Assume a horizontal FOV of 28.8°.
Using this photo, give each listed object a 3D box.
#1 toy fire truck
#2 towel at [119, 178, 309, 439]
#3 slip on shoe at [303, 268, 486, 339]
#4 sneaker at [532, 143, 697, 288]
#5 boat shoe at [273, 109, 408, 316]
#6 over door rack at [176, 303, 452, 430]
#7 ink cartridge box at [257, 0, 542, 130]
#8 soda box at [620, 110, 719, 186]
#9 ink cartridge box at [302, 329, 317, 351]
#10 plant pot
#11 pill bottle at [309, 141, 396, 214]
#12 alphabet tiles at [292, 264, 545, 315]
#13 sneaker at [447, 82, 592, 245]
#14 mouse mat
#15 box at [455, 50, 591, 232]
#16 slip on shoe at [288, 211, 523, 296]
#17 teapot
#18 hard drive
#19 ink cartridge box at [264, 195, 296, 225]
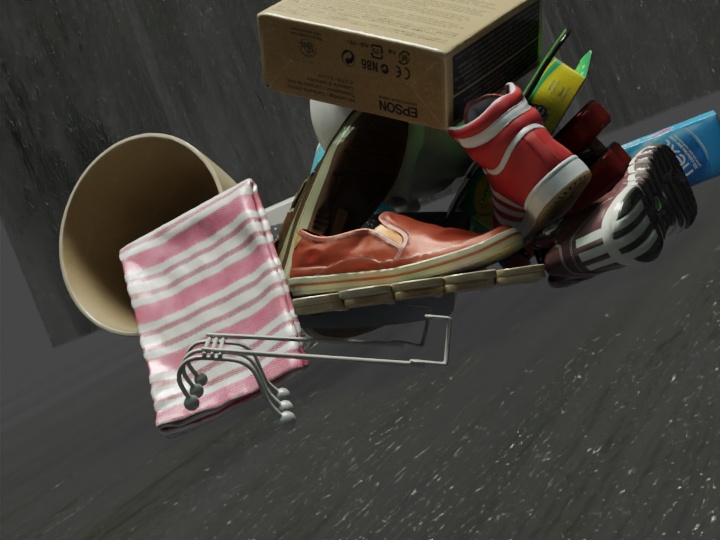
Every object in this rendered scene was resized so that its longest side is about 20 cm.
[{"bbox_3d":[0.199,-0.063,1.327,0.168,0.112,0.200,-46,-1,11],"label":"toy fire truck"},{"bbox_3d":[-0.131,0.029,1.203,0.145,0.202,0.030,-27,-31,14],"label":"towel"},{"bbox_3d":[0.035,0.011,1.347,0.197,0.077,0.061,-15,-6,-15],"label":"slip on shoe"},{"bbox_3d":[0.199,-0.042,1.147,0.115,0.076,0.200,-23,4,31],"label":"sneaker"},{"bbox_3d":[-0.030,-0.064,1.230,0.074,0.074,0.204,19,79,50],"label":"boat shoe"},{"bbox_3d":[-0.033,0.072,1.038,0.197,0.068,0.148,-8,3,-4],"label":"over door rack"},{"bbox_3d":[0.036,-0.202,1.219,0.198,0.076,0.164,17,36,33],"label":"ink cartridge box"},{"bbox_3d":[0.294,-0.104,1.495,0.198,0.065,0.068,-21,4,14],"label":"soda box"},{"bbox_3d":[-0.036,0.055,1.468,0.197,0.051,0.162,-7,5,5],"label":"ink cartridge box"},{"bbox_3d":[-0.161,-0.019,1.375,0.185,0.190,0.199,-20,-17,21],"label":"plant pot"},{"bbox_3d":[-0.003,-0.084,1.505,0.110,0.111,0.202,-19,40,30],"label":"pill bottle"},{"bbox_3d":[0.047,0.016,1.113,0.197,0.015,0.196,-9,-2,2],"label":"alphabet tiles"},{"bbox_3d":[0.123,-0.083,1.166,0.071,0.113,0.200,-38,-8,-14],"label":"sneaker"},{"bbox_3d":[0.131,-0.133,1.255,0.201,0.007,0.161,-56,0,13],"label":"mouse mat"},{"bbox_3d":[0.158,-0.127,1.378,0.201,0.048,0.117,-56,-2,-7],"label":"box"},{"bbox_3d":[0.034,-0.019,1.139,0.197,0.062,0.074,-7,-4,17],"label":"slip on shoe"},{"bbox_3d":[0.043,-0.130,1.366,0.198,0.148,0.196,-11,10,-38],"label":"teapot"},{"bbox_3d":[0.000,0.000,1.289,0.197,0.043,0.136,-3,36,15],"label":"hard drive"},{"bbox_3d":[-0.044,-0.024,1.671,0.198,0.146,0.147,-22,3,5],"label":"ink cartridge box"}]
